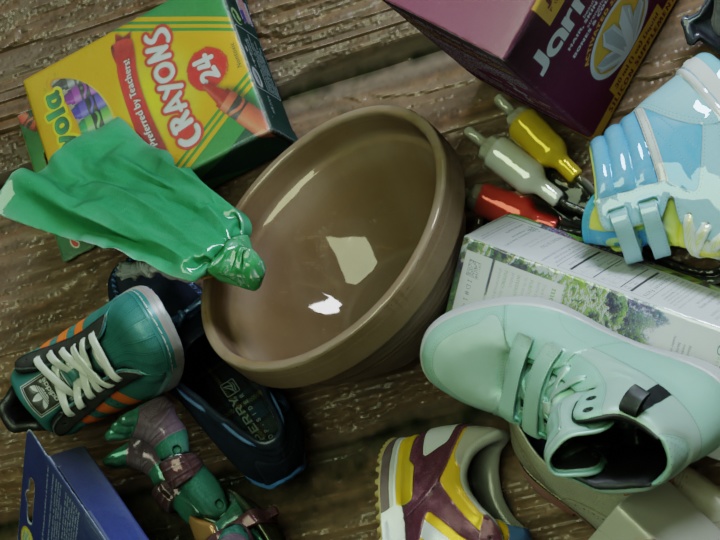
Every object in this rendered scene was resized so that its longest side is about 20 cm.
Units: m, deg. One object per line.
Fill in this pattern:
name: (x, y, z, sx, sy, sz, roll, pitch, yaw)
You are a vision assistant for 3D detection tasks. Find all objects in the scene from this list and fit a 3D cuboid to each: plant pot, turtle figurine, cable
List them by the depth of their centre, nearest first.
cable: (0.145, -0.030, 1.334, 0.199, 0.050, 0.098, 30, 95, 25)
plant pot: (0.000, 0.000, 1.347, 0.200, 0.093, 0.202, -27, 42, 28)
turtle figurine: (-0.098, 0.186, 1.370, 0.201, 0.100, 0.150, 57, 143, 17)

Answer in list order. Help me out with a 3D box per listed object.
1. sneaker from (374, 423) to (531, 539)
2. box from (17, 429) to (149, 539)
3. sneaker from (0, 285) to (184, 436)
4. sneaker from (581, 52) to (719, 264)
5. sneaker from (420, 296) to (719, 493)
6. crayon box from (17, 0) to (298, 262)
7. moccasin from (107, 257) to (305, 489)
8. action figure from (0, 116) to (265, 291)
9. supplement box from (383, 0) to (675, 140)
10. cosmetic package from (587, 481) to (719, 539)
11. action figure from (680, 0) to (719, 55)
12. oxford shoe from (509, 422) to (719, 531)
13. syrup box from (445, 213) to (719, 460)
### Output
sneaker: (0.064, 0.195, 1.309, 0.090, 0.075, 0.201, -13, 75, 25)
box: (-0.169, 0.204, 1.376, 0.200, 0.032, 0.122, 48, 141, 37)
sneaker: (-0.181, 0.071, 1.377, 0.072, 0.080, 0.200, 60, 149, 4)
sneaker: (0.211, -0.020, 1.263, 0.130, 0.080, 0.201, -32, 66, 2)
sneaker: (0.107, 0.071, 1.201, 0.199, 0.118, 0.074, 12, 110, 26)
crayon box: (-0.156, -0.104, 1.477, 0.199, 0.051, 0.128, -27, 71, 16)
moccasin: (-0.099, 0.054, 1.401, 0.080, 0.068, 0.200, -40, 65, -16)
action figure: (-0.136, -0.032, 1.372, 0.199, 0.055, 0.118, 26, 57, 38)
supplement box: (0.111, -0.179, 1.297, 0.103, 0.200, 0.131, 31, 93, 25)
cosmetic package: (0.202, 0.225, 1.189, 0.200, 0.073, 0.104, 42, 117, 13)
action figure: (0.297, -0.170, 1.272, 0.200, 0.105, 0.194, -37, 78, 16)
oxford shoe: (0.165, 0.135, 1.259, 0.199, 0.074, 0.071, 25, 73, 34)
syrup box: (0.156, 0.038, 1.283, 0.199, 0.081, 0.079, 20, 110, 21)
